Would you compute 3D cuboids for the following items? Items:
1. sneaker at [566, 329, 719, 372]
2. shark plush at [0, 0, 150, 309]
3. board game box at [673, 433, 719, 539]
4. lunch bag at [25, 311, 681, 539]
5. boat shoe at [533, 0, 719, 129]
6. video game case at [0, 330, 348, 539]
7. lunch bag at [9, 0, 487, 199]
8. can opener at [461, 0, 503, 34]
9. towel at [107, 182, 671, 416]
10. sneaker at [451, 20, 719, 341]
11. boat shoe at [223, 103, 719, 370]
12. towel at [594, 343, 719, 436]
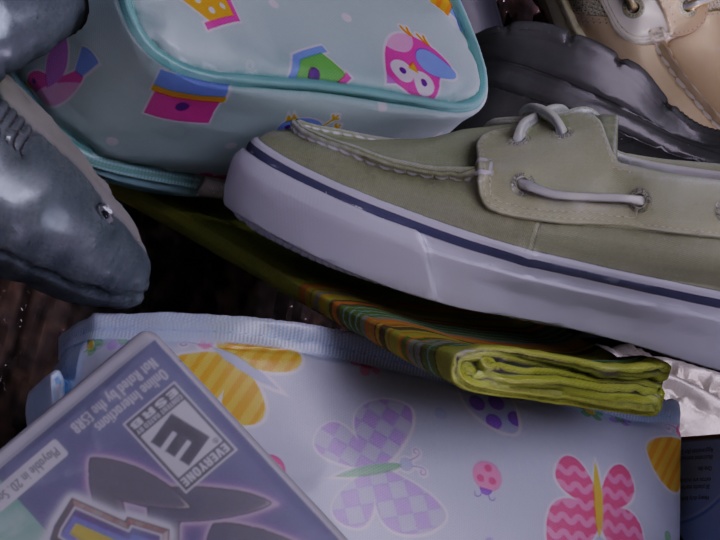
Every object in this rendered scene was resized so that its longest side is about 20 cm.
[{"bbox_3d":[0.122,0.041,0.924,0.087,0.074,0.200,-11,75,-63],"label":"sneaker"},{"bbox_3d":[-0.136,-0.043,0.663,0.200,0.091,0.083,27,37,-54],"label":"shark plush"},{"bbox_3d":[0.118,0.100,0.747,0.019,0.200,0.103,14,78,-28],"label":"board game box"},{"bbox_3d":[-0.011,0.110,0.746,0.200,0.127,0.170,13,66,-29],"label":"lunch bag"},{"bbox_3d":[0.109,-0.107,0.948,0.200,0.065,0.072,55,28,18],"label":"boat shoe"},{"bbox_3d":[-0.070,0.143,0.646,0.200,0.023,0.182,-40,78,-16],"label":"video game case"},{"bbox_3d":[-0.048,-0.110,0.813,0.160,0.077,0.200,8,53,-42],"label":"lunch bag"},{"bbox_3d":[0.026,-0.116,0.916,0.079,0.063,0.200,-13,85,-17],"label":"can opener"},{"bbox_3d":[0.000,0.000,0.771,0.086,0.200,0.018,11,101,-40],"label":"towel"},{"bbox_3d":[0.115,-0.009,0.859,0.200,0.076,0.091,21,71,6],"label":"sneaker"},{"bbox_3d":[0.061,-0.017,0.734,0.200,0.072,0.062,14,100,2],"label":"boat shoe"},{"bbox_3d":[0.111,0.132,0.859,0.132,0.034,0.200,19,77,-9],"label":"towel"}]
